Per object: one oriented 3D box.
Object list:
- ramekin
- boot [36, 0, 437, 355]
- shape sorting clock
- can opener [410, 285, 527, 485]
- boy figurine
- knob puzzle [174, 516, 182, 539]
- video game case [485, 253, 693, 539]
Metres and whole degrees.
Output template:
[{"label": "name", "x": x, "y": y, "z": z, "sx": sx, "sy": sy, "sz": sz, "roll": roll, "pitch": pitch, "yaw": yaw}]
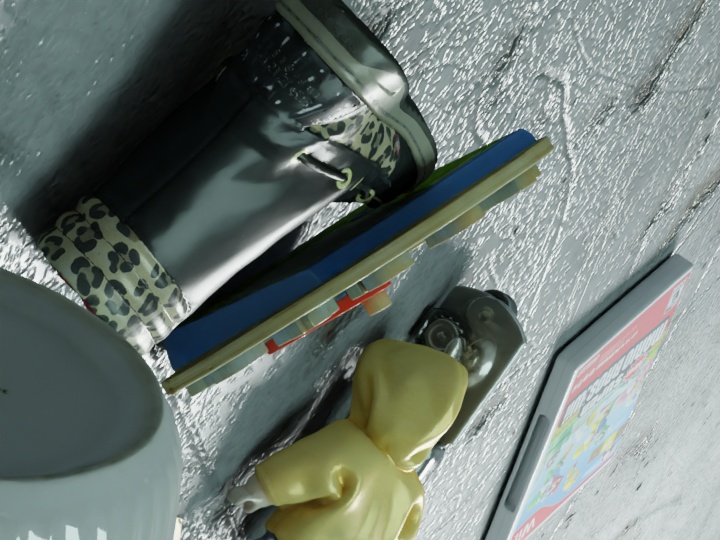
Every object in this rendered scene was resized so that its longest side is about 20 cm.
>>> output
[{"label": "ramekin", "x": -0.149, "y": 0.069, "z": 0.899, "sx": 0.200, "sy": 0.200, "sz": 0.105, "roll": -21, "pitch": 135, "yaw": -58}, {"label": "boot", "x": -0.049, "y": -0.031, "z": 1.161, "sx": 0.154, "sy": 0.073, "sz": 0.204, "roll": -43, "pitch": 168, "yaw": -4}, {"label": "shape sorting clock", "x": 0.000, "y": 0.000, "z": 1.262, "sx": 0.200, "sy": 0.039, "sz": 0.200, "roll": -30, "pitch": -175, "yaw": 3}, {"label": "can opener", "x": 0.024, "y": 0.097, "z": 1.574, "sx": 0.200, "sy": 0.053, "sz": 0.067, "roll": -55, "pitch": 161, "yaw": 7}, {"label": "boy figurine", "x": -0.018, "y": 0.121, "z": 1.496, "sx": 0.124, "sy": 0.064, "sz": 0.200, "roll": 28, "pitch": 95, "yaw": -45}, {"label": "knob puzzle", "x": -0.144, "y": 0.200, "z": 1.386, "sx": 0.220, "sy": 0.030, "sz": 0.220, "roll": -46, "pitch": 159, "yaw": -23}, {"label": "video game case", "x": 0.150, "y": 0.093, "z": 1.926, "sx": 0.143, "sy": 0.017, "sz": 0.200, "roll": -38, "pitch": 156, "yaw": -40}]
